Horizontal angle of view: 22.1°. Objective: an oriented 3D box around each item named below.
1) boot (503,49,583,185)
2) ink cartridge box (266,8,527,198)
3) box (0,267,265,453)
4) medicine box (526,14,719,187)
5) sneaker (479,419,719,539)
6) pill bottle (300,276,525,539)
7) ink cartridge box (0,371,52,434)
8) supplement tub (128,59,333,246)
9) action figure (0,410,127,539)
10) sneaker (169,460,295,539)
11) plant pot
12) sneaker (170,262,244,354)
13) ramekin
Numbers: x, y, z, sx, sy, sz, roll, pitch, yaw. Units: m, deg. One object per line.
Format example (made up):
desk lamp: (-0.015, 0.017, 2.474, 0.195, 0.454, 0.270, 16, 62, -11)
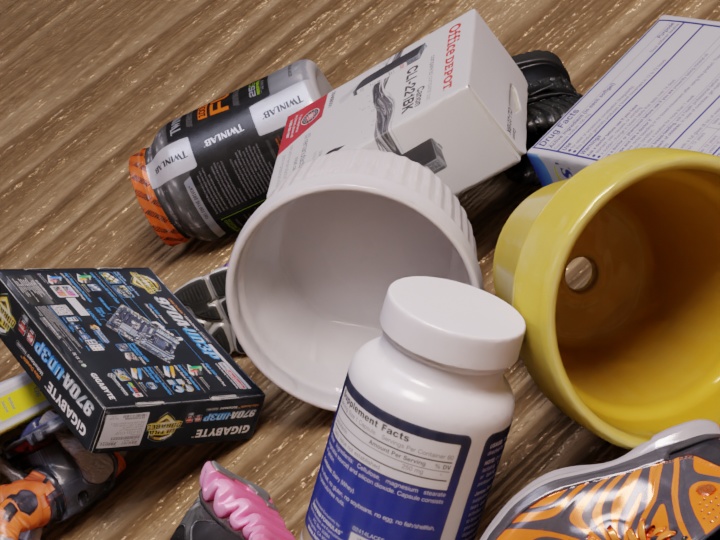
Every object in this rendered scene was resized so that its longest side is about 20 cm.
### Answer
boot: (0.107, -0.112, 1.612, 0.210, 0.080, 0.158, -26, 32, 6)
ink cartridge box: (0.033, -0.110, 1.521, 0.199, 0.084, 0.145, -27, 26, 21)
box: (-0.195, 0.067, 1.503, 0.158, 0.046, 0.200, -1, 33, -42)
medicine box: (0.267, -0.098, 1.439, 0.182, 0.103, 0.199, -44, 34, -21)
sneaker: (0.168, 0.173, 1.166, 0.199, 0.078, 0.112, -30, 31, 1)
pill bottle: (0.037, 0.113, 1.226, 0.115, 0.201, 0.116, 15, 20, -5)
ink cartridge box: (-0.315, 0.120, 1.596, 0.197, 0.047, 0.200, -25, -1, 41)
supplement tub: (-0.110, -0.106, 1.742, 0.199, 0.123, 0.123, -24, 32, 9)
action figure: (-0.271, 0.188, 1.525, 0.193, 0.105, 0.200, -40, 7, -28)
sneaker: (-0.087, 0.222, 1.329, 0.096, 0.079, 0.200, -50, 30, 4)
plant pot: (0.185, 0.011, 1.290, 0.200, 0.201, 0.189, -36, 16, -9)
sneaker: (-0.072, 0.010, 1.616, 0.199, 0.081, 0.083, -21, 17, -3)
ramekin: (0.000, 0.000, 1.440, 0.199, 0.201, 0.105, -19, 24, 17)
